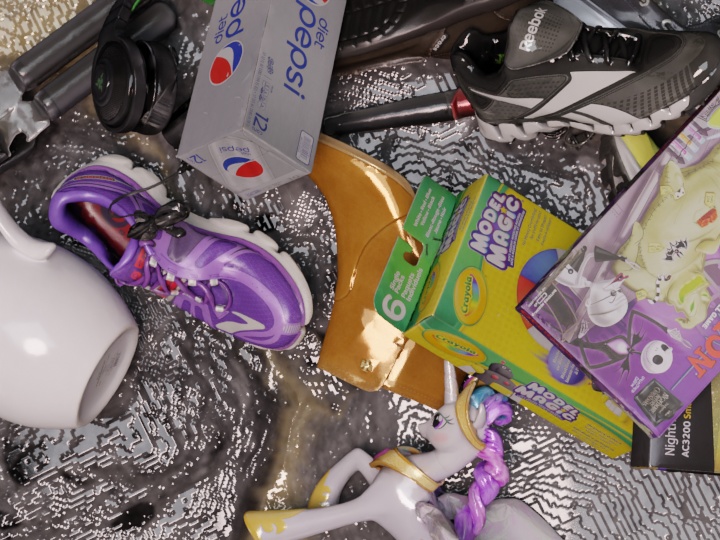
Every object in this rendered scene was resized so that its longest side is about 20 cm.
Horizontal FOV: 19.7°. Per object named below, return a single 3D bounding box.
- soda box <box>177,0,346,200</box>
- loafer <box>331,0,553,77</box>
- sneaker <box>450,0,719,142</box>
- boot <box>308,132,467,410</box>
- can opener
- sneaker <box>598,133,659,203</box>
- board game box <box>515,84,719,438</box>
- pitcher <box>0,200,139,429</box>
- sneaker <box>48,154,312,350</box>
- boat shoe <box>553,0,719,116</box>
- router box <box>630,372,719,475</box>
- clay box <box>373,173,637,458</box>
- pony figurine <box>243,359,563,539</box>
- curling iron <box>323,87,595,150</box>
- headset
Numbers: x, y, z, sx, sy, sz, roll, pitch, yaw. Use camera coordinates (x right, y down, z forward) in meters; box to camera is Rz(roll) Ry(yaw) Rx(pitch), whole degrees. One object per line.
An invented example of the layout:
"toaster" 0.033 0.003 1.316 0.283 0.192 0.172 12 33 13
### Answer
"soda box" -0.059 -0.152 1.375 0.068 0.063 0.200 -20 49 42
"loafer" 0.042 -0.165 1.407 0.200 0.071 0.073 -11 53 26
"sneaker" 0.137 -0.132 1.324 0.200 0.091 0.067 -4 50 41
"boot" 0.000 0.000 1.417 0.201 0.071 0.144 29 92 1
"can opener" -0.218 -0.129 1.457 0.200 0.067 0.053 -38 85 -9
"sneaker" 0.240 -0.030 1.398 0.090 0.078 0.200 -39 90 -6
"board game box" 0.206 -0.009 1.289 0.120 0.032 0.200 43 83 -4
"pitcher" -0.249 0.006 1.405 0.200 0.121 0.172 29 127 10
"sneaker" -0.128 0.000 1.416 0.200 0.083 0.081 29 118 9
"boat shoe" 0.221 -0.148 1.402 0.200 0.070 0.066 37 94 13
"router box" 0.260 0.033 1.330 0.157 0.052 0.201 4 85 -5
"clay box" 0.114 0.024 1.362 0.200 0.048 0.115 31 61 -16
"pony figurine" 0.048 0.180 1.383 0.200 0.166 0.193 -36 78 20
"curling iron" 0.073 -0.106 1.433 0.199 0.026 0.050 -2 86 6
"headset" -0.119 -0.113 1.393 0.123 0.094 0.200 25 68 -26
